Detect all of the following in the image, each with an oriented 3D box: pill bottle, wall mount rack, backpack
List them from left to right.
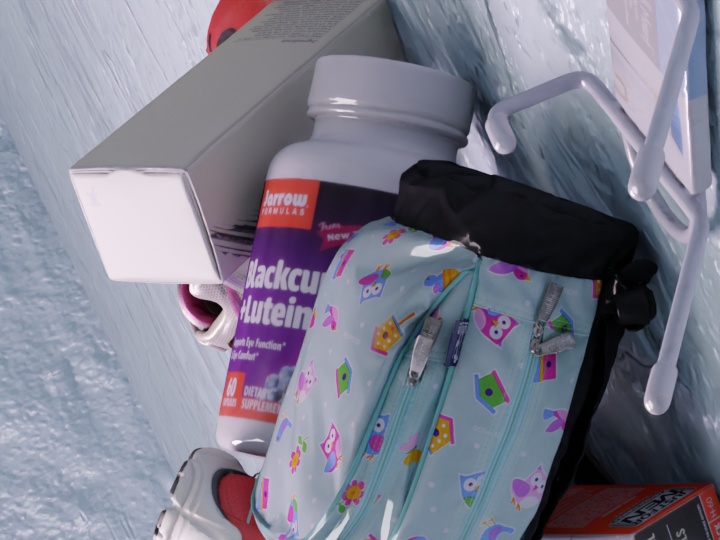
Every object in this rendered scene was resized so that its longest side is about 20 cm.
[{"bbox_3d":[0.000,0.000,1.326,0.111,0.111,0.200,155,126,-79],"label":"pill bottle"},{"bbox_3d":[0.036,0.055,1.208,0.167,0.126,0.200,-149,78,-78],"label":"backpack"},{"bbox_3d":[0.098,-0.055,1.006,0.200,0.074,0.174,78,165,-47],"label":"wall mount rack"}]

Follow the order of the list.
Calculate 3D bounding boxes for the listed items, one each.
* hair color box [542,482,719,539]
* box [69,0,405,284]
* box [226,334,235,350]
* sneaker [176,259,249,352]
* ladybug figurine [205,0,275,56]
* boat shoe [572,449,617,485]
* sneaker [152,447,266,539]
[{"bbox_3d":[0.096,0.159,1.284,0.200,0.061,0.102,-6,106,53],"label":"hair color box"},{"bbox_3d":[-0.058,-0.071,1.406,0.082,0.200,0.068,2,122,36],"label":"box"},{"bbox_3d":[0.023,0.102,1.497,0.163,0.021,0.200,35,179,24],"label":"box"},{"bbox_3d":[-0.059,0.009,1.516,0.200,0.088,0.081,84,174,-66],"label":"sneaker"},{"bbox_3d":[-0.040,-0.094,1.619,0.136,0.072,0.200,-149,38,-73],"label":"ladybug figurine"},{"bbox_3d":[0.098,0.098,1.394,0.057,0.067,0.200,-63,39,26],"label":"boat shoe"},{"bbox_3d":[-0.033,0.144,1.320,0.085,0.077,0.200,26,180,22],"label":"sneaker"}]
